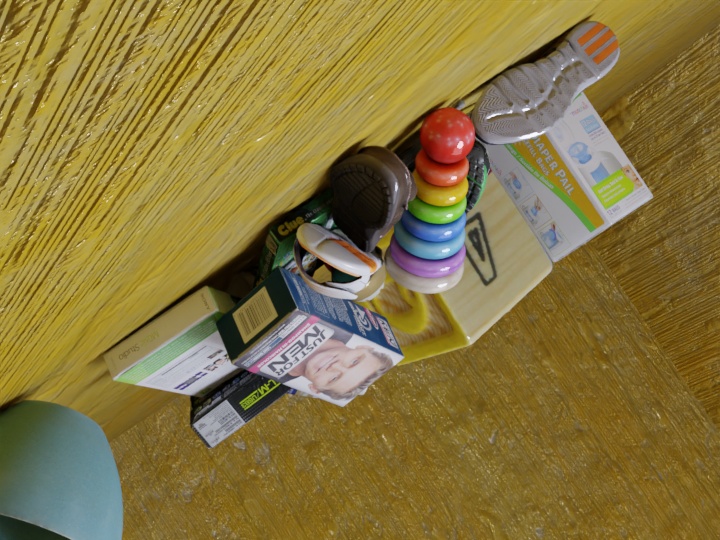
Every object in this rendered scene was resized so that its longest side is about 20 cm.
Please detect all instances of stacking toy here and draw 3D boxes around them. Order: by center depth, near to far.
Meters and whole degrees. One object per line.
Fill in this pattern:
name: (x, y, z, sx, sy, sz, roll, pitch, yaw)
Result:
stacking toy: (0.079, -0.076, 1.347, 0.085, 0.085, 0.201, -32, 145, -39)

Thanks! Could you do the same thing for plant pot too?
plant pot: (-0.317, 0.207, 1.307, 0.200, 0.199, 0.136, -38, -147, 55)

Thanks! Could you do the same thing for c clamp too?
c clamp: (0.099, -0.150, 1.469, 0.171, 0.027, 0.200, -37, 176, 35)

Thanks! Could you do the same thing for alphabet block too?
alphabet block: (0.108, -0.013, 1.850, 0.200, 0.197, 0.195, -38, -172, -33)

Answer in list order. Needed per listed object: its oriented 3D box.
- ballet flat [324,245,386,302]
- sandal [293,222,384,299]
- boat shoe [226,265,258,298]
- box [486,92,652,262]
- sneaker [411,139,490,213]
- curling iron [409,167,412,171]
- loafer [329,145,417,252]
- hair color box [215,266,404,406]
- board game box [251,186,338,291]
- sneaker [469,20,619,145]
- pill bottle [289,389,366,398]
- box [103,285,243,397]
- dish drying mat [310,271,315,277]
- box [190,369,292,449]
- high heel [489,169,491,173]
ballet flat: (0.000, 0.000, 1.526, 0.068, 0.063, 0.200, -35, -159, 2)
sandal: (-0.023, -0.001, 1.350, 0.059, 0.079, 0.207, -55, 169, 7)
boat shoe: (-0.131, 0.042, 1.609, 0.063, 0.073, 0.200, -30, 171, -26)
box: (0.233, -0.131, 1.587, 0.112, 0.201, 0.101, -29, 174, -45)
sneaker: (0.100, -0.109, 1.445, 0.085, 0.078, 0.200, -53, -179, -14)
curling iron: (0.111, -0.121, 1.586, 0.199, 0.050, 0.026, -15, 134, -39)
loafer: (0.015, -0.080, 1.259, 0.071, 0.073, 0.200, -45, 177, -13)
hair color box: (-0.051, 0.076, 1.443, 0.100, 0.061, 0.200, -40, 144, 19)
board game box: (-0.062, -0.026, 1.410, 0.104, 0.024, 0.200, -33, 168, -21)
sneaker: (0.186, -0.181, 1.428, 0.199, 0.078, 0.112, -34, 177, -22)
pill bottle: (-0.086, 0.112, 1.844, 0.199, 0.121, 0.120, 10, 168, -10)
box: (-0.175, 0.083, 1.490, 0.144, 0.036, 0.200, -33, 161, 13)
dish drying mat: (-0.086, 0.013, 1.615, 0.077, 0.018, 0.200, -65, -170, -7)
box: (-0.120, 0.111, 1.636, 0.200, 0.048, 0.193, -37, -165, 3)
high heel: (0.094, -0.113, 1.666, 0.199, 0.068, 0.096, -21, -165, 29)
